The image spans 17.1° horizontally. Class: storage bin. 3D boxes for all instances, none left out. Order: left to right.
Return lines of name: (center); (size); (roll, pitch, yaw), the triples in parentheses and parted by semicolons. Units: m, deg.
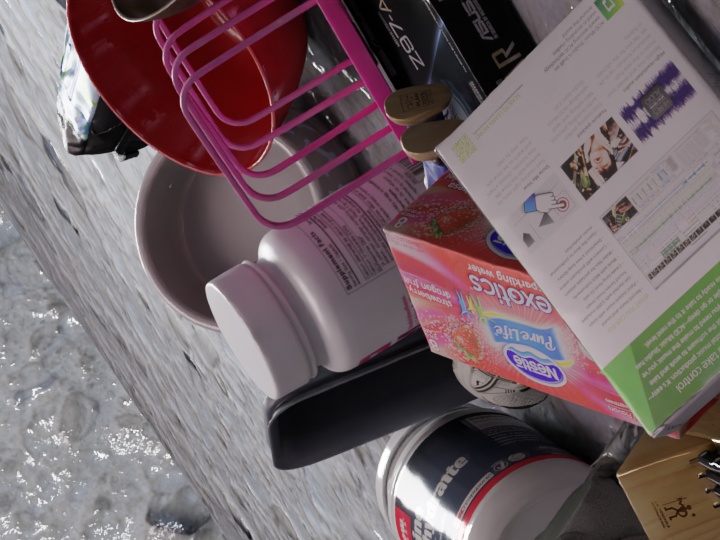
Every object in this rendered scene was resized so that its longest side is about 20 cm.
storage bin: (0.001, 0.047, 1.823); (0.146, 0.200, 0.134); (87, 161, -62)

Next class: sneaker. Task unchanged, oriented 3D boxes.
sneaker: (0.114, 0.054, 1.653); (0.088, 0.076, 0.200); (38, 164, 29)

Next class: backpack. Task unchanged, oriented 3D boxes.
backpack: (-0.173, -0.197, 1.985); (0.200, 0.163, 0.154); (126, 127, -68)

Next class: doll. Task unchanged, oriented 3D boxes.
doll: (0.059, -0.024, 1.523); (0.136, 0.048, 0.200); (-112, 6, -50)

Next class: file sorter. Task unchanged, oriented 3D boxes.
file sorter: (-0.058, -0.137, 1.622); (0.139, 0.125, 0.200); (58, -177, -27)

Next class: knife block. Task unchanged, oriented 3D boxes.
knife block: (0.243, 0.097, 1.345); (0.064, 0.176, 0.200); (63, -149, -10)

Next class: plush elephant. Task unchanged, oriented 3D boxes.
plush elephant: (0.190, 0.216, 1.588); (0.155, 0.200, 0.165); (36, 167, -1)

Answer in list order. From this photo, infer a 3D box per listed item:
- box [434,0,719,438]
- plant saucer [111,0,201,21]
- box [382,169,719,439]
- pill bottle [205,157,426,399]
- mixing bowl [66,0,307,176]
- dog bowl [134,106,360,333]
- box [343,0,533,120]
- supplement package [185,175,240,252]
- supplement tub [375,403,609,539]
box: (0.147, -0.035, 1.232); (0.036, 0.144, 0.200); (-1, -129, -57)
plant saucer: (-0.104, -0.253, 1.609); (0.032, 0.200, 0.200); (25, -177, -27)
box: (0.123, 0.008, 1.371); (0.200, 0.095, 0.103); (19, 141, 44)
pill bottle: (0.000, 0.000, 1.672); (0.113, 0.200, 0.113); (54, 166, 20)
mixing bowl: (-0.115, -0.184, 1.827); (0.200, 0.108, 0.200); (27, 143, 22)
dog bowl: (-0.095, -0.038, 1.942); (0.200, 0.200, 0.059); (56, -158, 11)
box: (0.068, -0.120, 1.508); (0.200, 0.044, 0.160); (60, 166, -3)
supplement package: (-0.101, -0.057, 2.097); (0.110, 0.114, 0.200); (55, 165, 12)
supplement tub: (0.106, 0.186, 1.818); (0.200, 0.140, 0.140); (30, 148, 63)
